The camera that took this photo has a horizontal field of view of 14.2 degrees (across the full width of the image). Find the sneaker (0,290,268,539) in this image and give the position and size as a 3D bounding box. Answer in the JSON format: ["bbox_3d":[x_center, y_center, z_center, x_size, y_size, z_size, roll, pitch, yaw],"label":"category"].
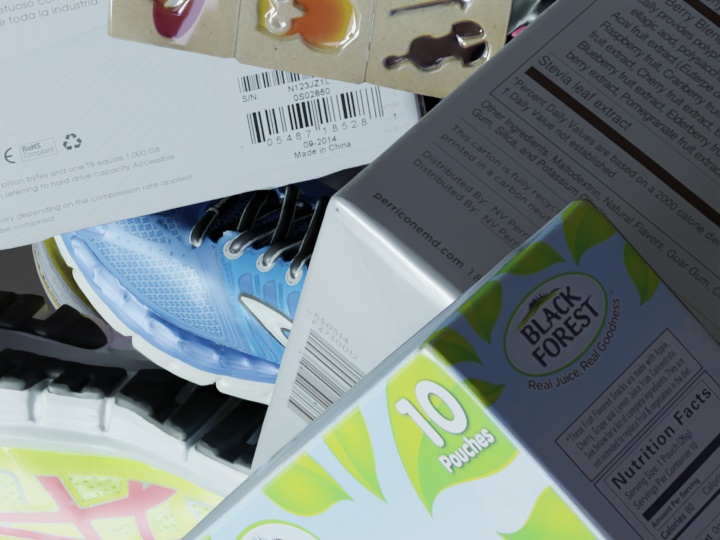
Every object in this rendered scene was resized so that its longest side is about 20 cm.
[{"bbox_3d":[-0.057,0.068,0.880,0.199,0.078,0.091,13,117,22],"label":"sneaker"}]

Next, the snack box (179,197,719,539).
[{"bbox_3d":[0.036,0.085,0.581,0.142,0.053,0.200,49,150,2],"label":"snack box"}]

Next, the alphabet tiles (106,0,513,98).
[{"bbox_3d":[-0.002,-0.135,0.665,0.166,0.008,0.201,10,122,3],"label":"alphabet tiles"}]

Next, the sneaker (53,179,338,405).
[{"bbox_3d":[0.000,0.000,0.808,0.199,0.079,0.089,29,145,12],"label":"sneaker"}]

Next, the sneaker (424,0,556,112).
[{"bbox_3d":[0.060,-0.074,0.802,0.076,0.084,0.200,27,151,-3],"label":"sneaker"}]

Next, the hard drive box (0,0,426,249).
[{"bbox_3d":[-0.076,-0.115,0.742,0.077,0.155,0.201,-108,7,-55],"label":"hard drive box"}]

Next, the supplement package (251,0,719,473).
[{"bbox_3d":[0.089,-0.005,0.662,0.120,0.200,0.122,40,148,14],"label":"supplement package"}]

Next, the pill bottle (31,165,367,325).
[{"bbox_3d":[-0.058,-0.023,0.969,0.104,0.104,0.200,47,167,3],"label":"pill bottle"}]
